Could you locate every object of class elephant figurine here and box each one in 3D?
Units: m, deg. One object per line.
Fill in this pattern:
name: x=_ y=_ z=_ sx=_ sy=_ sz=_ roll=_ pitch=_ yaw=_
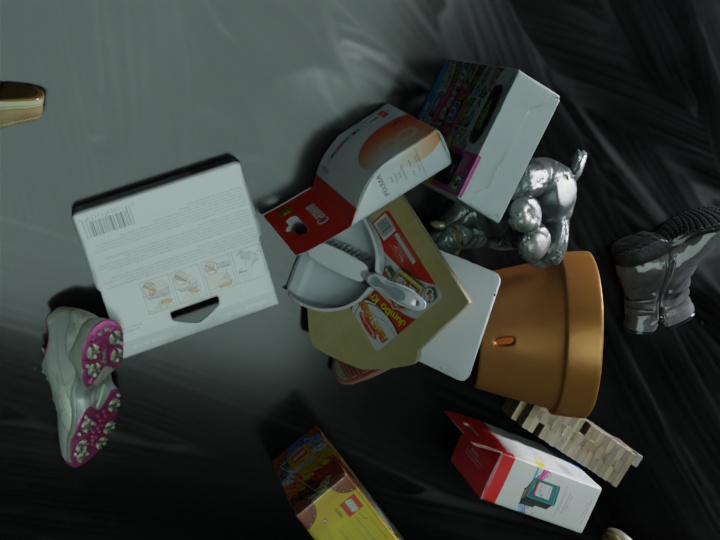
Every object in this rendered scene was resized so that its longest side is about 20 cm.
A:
elephant figurine: x=0.151 y=-0.072 z=1.217 sx=0.154 sy=0.198 sz=0.144 roll=3 pitch=87 yaw=-43

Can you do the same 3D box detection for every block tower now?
block tower: x=0.283 y=0.219 z=1.353 sx=0.198 sy=0.054 sz=0.058 roll=32 pitch=94 yaw=-20

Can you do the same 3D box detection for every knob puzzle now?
knob puzzle: x=0.016 y=0.027 z=1.192 sx=0.030 sy=0.217 sz=0.223 roll=3 pitch=107 yaw=-60

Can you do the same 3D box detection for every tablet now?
tablet: x=0.061 y=0.033 z=1.191 sx=0.014 sy=0.198 sz=0.132 roll=3 pitch=107 yaw=-60

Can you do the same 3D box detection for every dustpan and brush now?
dustpan and brush: x=0.000 y=0.000 z=1.149 sx=0.057 sy=0.198 sz=0.142 roll=4 pitch=110 yaw=-63

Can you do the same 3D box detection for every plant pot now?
plant pot: x=0.207 y=0.075 z=1.234 sx=0.137 sy=0.200 sz=0.204 roll=3 pitch=103 yaw=0

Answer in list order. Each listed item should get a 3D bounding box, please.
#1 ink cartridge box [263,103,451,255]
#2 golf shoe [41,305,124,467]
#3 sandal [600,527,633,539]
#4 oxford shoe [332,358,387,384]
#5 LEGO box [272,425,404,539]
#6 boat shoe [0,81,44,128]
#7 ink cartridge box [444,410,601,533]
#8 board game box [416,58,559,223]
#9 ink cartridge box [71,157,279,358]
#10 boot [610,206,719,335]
ink cartridge box: x=-0.016 y=-0.108 z=1.130 sx=0.198 sy=0.162 sz=0.051 roll=-30 pitch=116 yaw=-8
golf shoe: x=-0.324 y=0.129 z=1.155 sx=0.091 sy=0.075 sz=0.203 roll=26 pitch=117 yaw=22
sandal: x=0.427 y=0.411 z=1.437 sx=0.199 sy=0.080 sz=0.054 roll=36 pitch=70 yaw=-16
oxford shoe: x=0.056 y=0.083 z=1.247 sx=0.198 sy=0.071 sz=0.074 roll=-34 pitch=149 yaw=10
LEGO box: x=-0.011 y=0.312 z=1.239 sx=0.077 sy=0.149 sz=0.201 roll=-37 pitch=111 yaw=-5
boat shoe: x=-0.428 y=-0.151 z=1.055 sx=0.196 sy=0.074 sz=0.067 roll=-10 pitch=118 yaw=-12
ink cartridge box: x=0.196 y=0.257 z=1.303 sx=0.197 sy=0.116 sz=0.068 roll=22 pitch=97 yaw=-19
board game box: x=0.125 y=-0.152 z=1.138 sx=0.064 sy=0.200 sz=0.149 roll=25 pitch=95 yaw=-22
ink cartridge box: x=-0.209 y=-0.016 z=1.160 sx=0.197 sy=0.044 sz=0.176 roll=-19 pitch=108 yaw=-11
boot: x=0.431 y=0.000 z=1.343 sx=0.197 sy=0.070 sz=0.134 roll=-18 pitch=111 yaw=0
